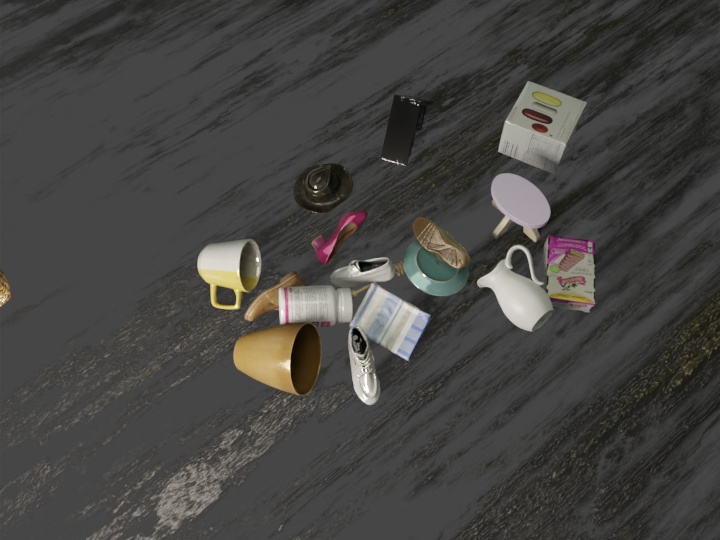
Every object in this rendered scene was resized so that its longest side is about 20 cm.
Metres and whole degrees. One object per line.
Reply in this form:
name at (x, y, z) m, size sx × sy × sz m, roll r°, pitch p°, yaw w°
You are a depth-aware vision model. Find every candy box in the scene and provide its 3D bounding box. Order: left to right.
candy box at (0.588, 0.007, 1.684) m, size 0.134 × 0.061 × 0.203 m, roll 7°, pitch 63°, yaw 7°

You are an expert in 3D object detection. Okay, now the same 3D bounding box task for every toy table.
toy table at (0.465, -0.181, 1.761) m, size 0.182 × 0.118 × 0.202 m, roll -26°, pitch 64°, yaw -10°

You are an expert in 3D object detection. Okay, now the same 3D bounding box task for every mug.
mug at (-0.390, -0.003, 1.721) m, size 0.150 × 0.150 × 0.189 m, roll 3°, pitch 55°, yaw 15°

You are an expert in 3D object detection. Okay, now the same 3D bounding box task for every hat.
hat at (-0.123, -0.282, 1.879) m, size 0.196 × 0.081 × 0.204 m, roll -2°, pitch 61°, yaw 4°

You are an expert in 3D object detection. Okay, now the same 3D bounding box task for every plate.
plate at (0.221, -0.019, 1.721) m, size 0.196 × 0.026 × 0.203 m, roll 5°, pitch 57°, yaw -7°

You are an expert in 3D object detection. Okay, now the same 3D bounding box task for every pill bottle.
pill bottle at (-0.125, 0.099, 1.647) m, size 0.196 × 0.114 × 0.115 m, roll -2°, pitch 61°, yaw -10°

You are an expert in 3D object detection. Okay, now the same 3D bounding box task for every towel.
towel at (0.082, 0.140, 1.656) m, size 0.198 × 0.024 × 0.148 m, roll 29°, pitch 78°, yaw 14°

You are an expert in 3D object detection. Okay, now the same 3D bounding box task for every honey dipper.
honey dipper at (0.057, 0.025, 1.729) m, size 0.198 × 0.038 × 0.038 m, roll -28°, pitch 63°, yaw -8°

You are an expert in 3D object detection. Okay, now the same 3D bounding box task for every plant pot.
plant pot at (-0.229, 0.224, 1.578) m, size 0.196 × 0.187 × 0.189 m, roll 3°, pitch 61°, yaw 21°

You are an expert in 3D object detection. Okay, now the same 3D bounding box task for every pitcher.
pitcher at (0.441, 0.047, 1.622) m, size 0.201 × 0.120 × 0.173 m, roll 49°, pitch 118°, yaw 28°

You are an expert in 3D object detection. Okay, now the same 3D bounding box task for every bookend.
bookend at (0.152, -0.457, 1.932) m, size 0.091 × 0.199 × 0.204 m, roll 17°, pitch 108°, yaw 13°

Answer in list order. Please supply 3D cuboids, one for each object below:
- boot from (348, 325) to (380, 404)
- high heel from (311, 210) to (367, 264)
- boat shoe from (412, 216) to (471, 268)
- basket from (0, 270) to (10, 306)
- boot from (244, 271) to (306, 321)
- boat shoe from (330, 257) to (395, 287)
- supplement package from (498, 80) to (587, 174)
boot at (0.003, 0.248, 1.580) m, size 0.072 × 0.096 × 0.203 m, roll -16°, pitch 62°, yaw -4°
high heel at (-0.049, -0.099, 1.779) m, size 0.198 × 0.068 × 0.096 m, roll -31°, pitch 54°, yaw -6°
boat shoe at (0.234, -0.080, 1.714) m, size 0.199 × 0.065 × 0.073 m, roll 41°, pitch 113°, yaw 21°
basket at (-1.151, 0.020, 1.759) m, size 0.199 × 0.150 × 0.143 m, roll 39°, pitch 71°, yaw 23°
boot at (-0.240, 0.088, 1.702) m, size 0.199 × 0.074 × 0.076 m, roll -38°, pitch 75°, yaw -17°
boat shoe at (0.000, 0.000, 1.707) m, size 0.196 × 0.069 × 0.073 m, roll -3°, pitch 48°, yaw 22°
supplement package at (0.571, -0.452, 1.880) m, size 0.198 × 0.148 × 0.193 m, roll 25°, pitch 66°, yaw 15°
